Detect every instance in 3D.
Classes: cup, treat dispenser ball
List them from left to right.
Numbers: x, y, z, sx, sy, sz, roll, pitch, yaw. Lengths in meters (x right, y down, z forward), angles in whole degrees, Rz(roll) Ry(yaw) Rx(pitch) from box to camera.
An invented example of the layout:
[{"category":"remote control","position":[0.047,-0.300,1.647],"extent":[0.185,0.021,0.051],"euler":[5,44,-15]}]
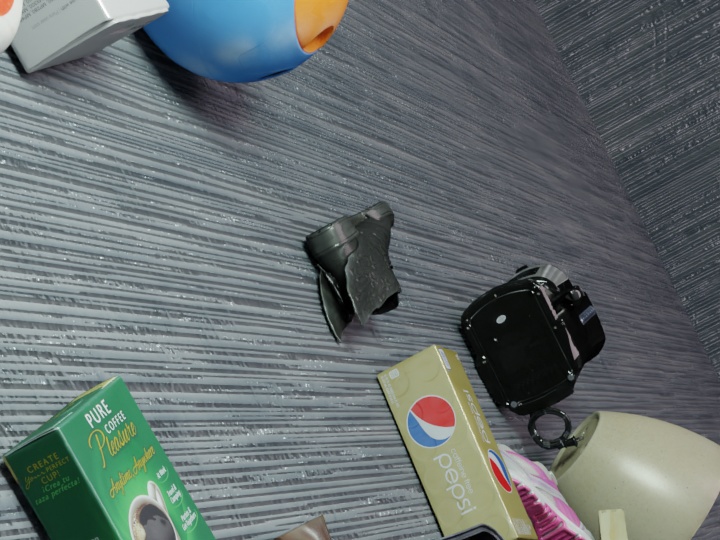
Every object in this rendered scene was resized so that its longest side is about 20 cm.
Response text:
[{"category":"treat dispenser ball","position":[-0.106,-0.265,1.618],"extent":[0.201,0.200,0.201],"euler":[53,18,-27]},{"category":"cup","position":[0.297,0.241,2.095],"extent":[0.143,0.201,0.200],"euler":[36,20,-4]}]

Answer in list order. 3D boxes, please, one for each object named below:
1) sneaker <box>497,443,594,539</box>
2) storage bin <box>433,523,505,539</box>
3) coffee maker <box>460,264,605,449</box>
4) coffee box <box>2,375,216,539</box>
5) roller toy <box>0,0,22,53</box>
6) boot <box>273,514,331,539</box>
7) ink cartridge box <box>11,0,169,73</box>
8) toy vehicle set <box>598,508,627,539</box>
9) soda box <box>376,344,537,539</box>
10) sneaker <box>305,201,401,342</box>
[{"category":"sneaker","position":[0.178,0.242,1.872],"extent":[0.200,0.081,0.088],"euler":[51,21,-34]},{"category":"storage bin","position":[0.096,0.309,1.425],"extent":[0.200,0.094,0.135],"euler":[57,24,15]},{"category":"coffee maker","position":[0.207,0.096,2.158],"extent":[0.200,0.134,0.193],"euler":[-19,106,-72]},{"category":"coffee box","position":[-0.131,0.171,1.121],"extent":[0.201,0.044,0.123],"euler":[61,16,-6]},{"category":"roller toy","position":[-0.290,-0.188,1.050],"extent":[0.200,0.139,0.183],"euler":[-80,150,-68]},{"category":"boot","position":[-0.031,0.251,1.256],"extent":[0.186,0.064,0.201],"euler":[59,14,-62]},{"category":"ink cartridge box","position":[-0.245,-0.258,1.393],"extent":[0.200,0.084,0.145],"euler":[60,17,-4]},{"category":"toy vehicle set","position":[0.262,0.360,1.883],"extent":[0.124,0.026,0.201],"euler":[-84,169,-62]},{"category":"soda box","position":[0.090,0.175,1.738],"extent":[0.064,0.068,0.201],"euler":[23,41,-65]},{"category":"sneaker","position":[0.003,-0.001,1.781],"extent":[0.105,0.060,0.200],"euler":[61,22,2]}]
